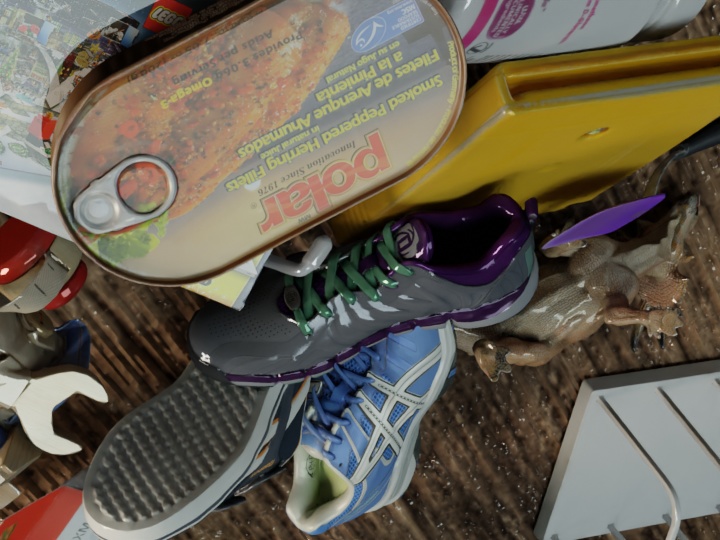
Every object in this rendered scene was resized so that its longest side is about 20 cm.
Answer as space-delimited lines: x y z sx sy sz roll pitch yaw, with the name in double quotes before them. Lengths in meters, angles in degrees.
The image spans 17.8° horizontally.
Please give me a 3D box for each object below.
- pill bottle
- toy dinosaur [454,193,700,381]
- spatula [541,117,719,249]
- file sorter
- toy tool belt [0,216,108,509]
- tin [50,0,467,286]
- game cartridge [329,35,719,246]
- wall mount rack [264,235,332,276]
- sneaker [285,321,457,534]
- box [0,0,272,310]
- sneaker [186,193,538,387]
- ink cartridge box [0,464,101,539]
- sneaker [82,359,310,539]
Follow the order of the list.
"pill bottle" 0.084 -0.162 1.161 0.200 0.113 0.113 -7 132 -45
"toy dinosaur" 0.124 0.021 1.393 0.200 0.086 0.136 -19 173 6
"spatula" 0.180 -0.058 1.341 0.200 0.021 0.057 -36 180 -41
"file sorter" 0.244 0.151 1.539 0.200 0.125 0.139 -6 129 -26
"toy tool belt" -0.191 0.055 1.176 0.200 0.125 0.123 -31 122 24
"tin" -0.048 -0.070 1.057 0.200 0.042 0.112 -27 111 0
"game cartridge" 0.099 -0.070 1.251 0.176 0.032 0.200 -10 167 -30
"wall mount rack" -0.034 -0.100 1.195 0.200 0.075 0.174 42 72 -47
"sneaker" 0.002 0.077 1.351 0.077 0.076 0.200 -33 142 -42
"box" -0.115 -0.081 1.079 0.200 0.038 0.137 24 105 -20
"sneaker" 0.000 0.000 1.242 0.200 0.074 0.088 -16 151 -10
"ink cartridge box" -0.180 0.181 1.287 0.163 0.057 0.200 -54 176 19
"sneaker" -0.081 0.097 1.274 0.200 0.078 0.079 -51 151 -40
